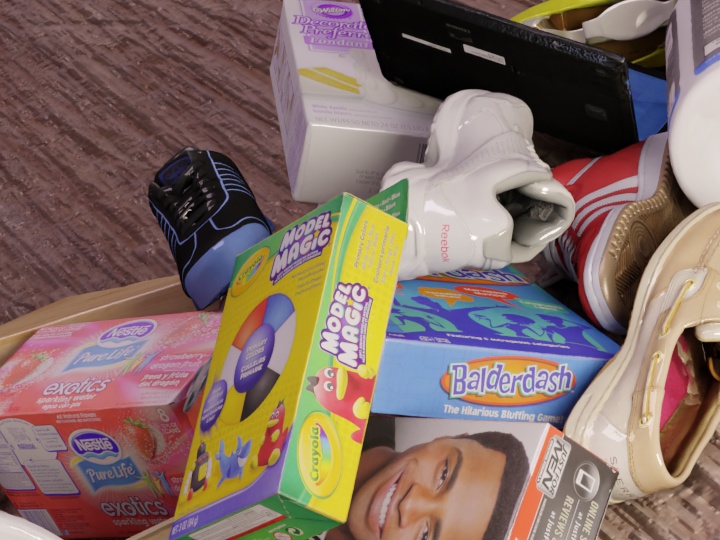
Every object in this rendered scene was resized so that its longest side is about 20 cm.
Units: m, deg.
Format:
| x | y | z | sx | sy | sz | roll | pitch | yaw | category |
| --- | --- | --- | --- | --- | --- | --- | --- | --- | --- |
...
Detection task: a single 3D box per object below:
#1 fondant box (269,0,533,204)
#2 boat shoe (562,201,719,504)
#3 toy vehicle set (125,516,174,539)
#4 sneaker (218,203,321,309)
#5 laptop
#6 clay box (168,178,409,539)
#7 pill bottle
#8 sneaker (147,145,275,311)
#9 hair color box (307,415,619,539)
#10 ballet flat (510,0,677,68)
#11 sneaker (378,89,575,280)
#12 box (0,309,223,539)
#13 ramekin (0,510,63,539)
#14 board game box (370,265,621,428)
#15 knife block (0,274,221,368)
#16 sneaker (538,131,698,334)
| x | y | z | sx | sy | sz | roll | pitch | yaw | category |
| --- | --- | --- | --- | --- | --- | --- | --- | --- | --- |
| 0.023 | -0.105 | 1.882 | 0.143 | 0.059 | 0.200 | 5 | 27 | -10 | fondant box |
| 0.177 | 0.044 | 1.535 | 0.069 | 0.074 | 0.200 | -3 | 45 | 42 | boat shoe |
| -0.177 | 0.217 | 1.657 | 0.199 | 0.027 | 0.124 | -26 | 24 | 11 | toy vehicle set |
| 0.000 | 0.000 | 1.851 | 0.099 | 0.075 | 0.200 | 17 | 47 | 32 | sneaker |
| 0.107 | -0.144 | 1.804 | 0.176 | 0.200 | 0.104 | 19 | 69 | 18 | laptop |
| -0.035 | 0.047 | 1.532 | 0.115 | 0.047 | 0.201 | -29 | 43 | 52 | clay box |
| 0.235 | -0.116 | 1.721 | 0.113 | 0.114 | 0.200 | -23 | 25 | 17 | pill bottle |
| -0.096 | -0.031 | 1.791 | 0.070 | 0.078 | 0.200 | -39 | 7 | 2 | sneaker |
| 0.029 | 0.130 | 1.502 | 0.199 | 0.061 | 0.102 | -2 | 61 | 48 | hair color box |
| 0.148 | -0.153 | 1.943 | 0.199 | 0.067 | 0.067 | -14 | -4 | 28 | ballet flat |
| 0.078 | -0.042 | 1.666 | 0.099 | 0.078 | 0.200 | 8 | 28 | 16 | sneaker |
| -0.131 | 0.092 | 1.756 | 0.199 | 0.103 | 0.095 | -7 | 33 | 45 | box |
| -0.209 | 0.212 | 1.505 | 0.202 | 0.203 | 0.094 | -32 | 12 | -3 | ramekin |
| 0.046 | 0.034 | 1.627 | 0.151 | 0.045 | 0.200 | 6 | 13 | -21 | board game box |
| -0.202 | 0.065 | 1.874 | 0.199 | 0.064 | 0.175 | -10 | 11 | 38 | knife block |
| 0.128 | -0.012 | 1.695 | 0.112 | 0.072 | 0.200 | -14 | 20 | 25 | sneaker |
